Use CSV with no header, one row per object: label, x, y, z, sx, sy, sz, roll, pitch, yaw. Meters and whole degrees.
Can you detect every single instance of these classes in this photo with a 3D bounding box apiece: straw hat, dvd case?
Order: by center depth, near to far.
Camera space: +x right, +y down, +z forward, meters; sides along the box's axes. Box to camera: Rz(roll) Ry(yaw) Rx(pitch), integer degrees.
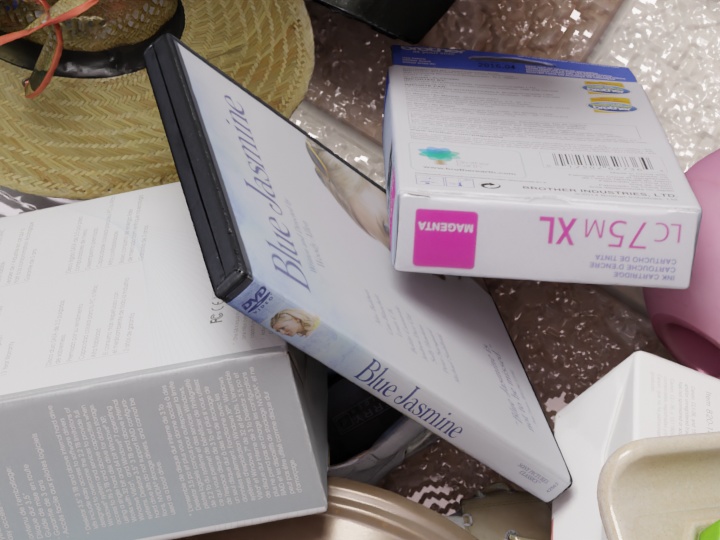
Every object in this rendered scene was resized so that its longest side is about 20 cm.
dvd case,0.000,0.000,0.847,0.018,0.200,0.143,-40,42,19
straw hat,-0.118,-0.121,0.866,0.199,0.202,0.086,-7,54,4

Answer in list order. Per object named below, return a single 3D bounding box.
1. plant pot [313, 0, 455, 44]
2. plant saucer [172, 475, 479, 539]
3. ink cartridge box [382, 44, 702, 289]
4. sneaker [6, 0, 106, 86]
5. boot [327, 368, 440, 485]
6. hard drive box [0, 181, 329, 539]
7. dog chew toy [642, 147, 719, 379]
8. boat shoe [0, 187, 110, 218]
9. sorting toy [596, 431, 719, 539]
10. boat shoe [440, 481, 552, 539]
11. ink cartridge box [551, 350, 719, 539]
plant pot,-0.008,-0.210,0.949,0.199,0.199,0.179,24,96,9
plant saucer,-0.014,0.169,0.888,0.198,0.201,0.030,12,37,8
ink cartridge box,0.069,-0.048,0.913,0.118,0.200,0.042,4,114,-3
sneaker,-0.153,-0.108,0.956,0.115,0.081,0.200,-36,97,8
boot,-0.042,0.082,0.939,0.199,0.096,0.074,-34,78,-1
hard drive box,-0.116,0.040,0.865,0.198,0.156,0.077,-10,119,6
dog chew toy,0.213,-0.032,0.927,0.124,0.125,0.200,40,77,11
boat shoe,-0.193,-0.028,0.992,0.200,0.075,0.087,17,84,-1
sorting toy,0.191,0.153,0.806,0.184,0.036,0.202,-2,68,-30
boat shoe,0.055,0.130,0.922,0.199,0.075,0.069,22,60,-15
ink cartridge box,0.177,0.124,0.882,0.199,0.068,0.117,20,53,-19
